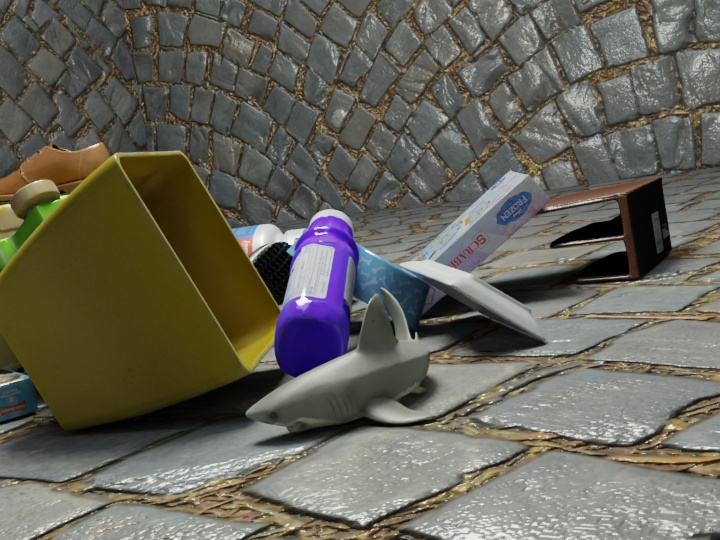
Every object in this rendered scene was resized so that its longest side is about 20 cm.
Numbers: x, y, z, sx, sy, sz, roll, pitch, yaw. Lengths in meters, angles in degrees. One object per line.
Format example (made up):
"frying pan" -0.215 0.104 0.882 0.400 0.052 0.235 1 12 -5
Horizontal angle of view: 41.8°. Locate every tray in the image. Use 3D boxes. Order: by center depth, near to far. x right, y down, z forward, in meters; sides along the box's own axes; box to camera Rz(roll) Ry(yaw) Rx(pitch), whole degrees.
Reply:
"tray" 0.107 0.021 0.926 0.107 0.022 0.200 29 0 -12

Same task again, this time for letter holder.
"letter holder" 0.298 -0.049 1.195 0.142 0.101 0.200 -7 7 30

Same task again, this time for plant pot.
"plant pot" -0.202 0.026 0.833 0.176 0.201 0.200 -30 4 8

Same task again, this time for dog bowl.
"dog bowl" 0.000 0.000 1.026 0.111 0.050 0.200 29 2 -37

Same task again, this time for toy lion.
"toy lion" -0.314 -0.026 0.993 0.200 0.069 0.192 -22 -13 -47

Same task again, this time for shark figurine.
"shark figurine" 0.017 0.058 0.735 0.128 0.090 0.214 -4 10 29

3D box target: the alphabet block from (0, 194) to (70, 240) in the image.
"alphabet block" -0.418 0.006 1.252 0.195 0.201 0.195 -10 7 -14

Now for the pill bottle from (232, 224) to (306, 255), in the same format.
"pill bottle" -0.172 -0.011 1.436 0.199 0.113 0.112 -9 7 14

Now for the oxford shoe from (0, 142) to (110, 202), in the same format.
"oxford shoe" -0.427 -0.130 1.264 0.199 0.072 0.071 -11 8 3

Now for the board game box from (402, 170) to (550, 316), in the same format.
"board game box" 0.129 -0.037 1.137 0.199 0.041 0.200 -43 3 8

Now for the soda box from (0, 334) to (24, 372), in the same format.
"soda box" -0.338 0.054 1.066 0.199 0.064 0.068 -28 -2 20

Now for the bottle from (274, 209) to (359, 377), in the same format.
"bottle" -0.037 0.013 0.891 0.065 0.084 0.200 10 36 -2

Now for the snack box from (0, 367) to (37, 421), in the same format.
"snack box" -0.417 0.135 0.874 0.199 0.037 0.116 -14 9 -36

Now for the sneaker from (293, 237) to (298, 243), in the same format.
"sneaker" -0.064 0.023 1.207 0.075 0.087 0.200 21 -8 14

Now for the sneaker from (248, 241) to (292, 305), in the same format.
"sneaker" -0.143 0.032 1.053 0.090 0.070 0.200 -11 26 35
